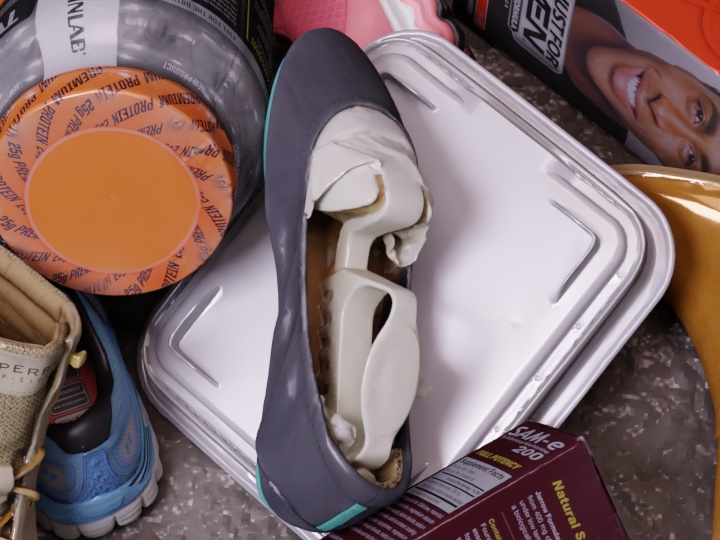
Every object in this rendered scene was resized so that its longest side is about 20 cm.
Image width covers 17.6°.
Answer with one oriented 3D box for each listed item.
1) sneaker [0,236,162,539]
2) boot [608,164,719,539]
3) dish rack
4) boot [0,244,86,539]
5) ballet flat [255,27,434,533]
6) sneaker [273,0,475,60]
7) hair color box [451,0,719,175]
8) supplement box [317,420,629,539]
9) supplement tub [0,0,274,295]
[{"bbox_3d":[-0.138,0.008,0.966,0.078,0.090,0.201,-25,65,-14],"label":"sneaker"},{"bbox_3d":[0.162,0.048,0.962,0.200,0.071,0.145,21,64,5],"label":"boot"},{"bbox_3d":[0.012,0.012,0.951,0.171,0.044,0.200,39,92,19],"label":"dish rack"},{"bbox_3d":[-0.140,0.092,0.872,0.072,0.156,0.200,-3,44,-37],"label":"boot"},{"bbox_3d":[0.000,0.000,0.891,0.073,0.073,0.201,3,78,1],"label":"ballet flat"},{"bbox_3d":[0.022,-0.057,1.027,0.086,0.074,0.201,-30,67,9],"label":"sneaker"},{"bbox_3d":[0.134,-0.102,1.023,0.200,0.102,0.061,39,68,18],"label":"hair color box"},{"bbox_3d":[0.014,0.153,0.883,0.199,0.061,0.109,-28,103,-14],"label":"supplement box"},{"bbox_3d":[-0.097,-0.087,0.962,0.122,0.123,0.201,0,36,-1],"label":"supplement tub"}]
